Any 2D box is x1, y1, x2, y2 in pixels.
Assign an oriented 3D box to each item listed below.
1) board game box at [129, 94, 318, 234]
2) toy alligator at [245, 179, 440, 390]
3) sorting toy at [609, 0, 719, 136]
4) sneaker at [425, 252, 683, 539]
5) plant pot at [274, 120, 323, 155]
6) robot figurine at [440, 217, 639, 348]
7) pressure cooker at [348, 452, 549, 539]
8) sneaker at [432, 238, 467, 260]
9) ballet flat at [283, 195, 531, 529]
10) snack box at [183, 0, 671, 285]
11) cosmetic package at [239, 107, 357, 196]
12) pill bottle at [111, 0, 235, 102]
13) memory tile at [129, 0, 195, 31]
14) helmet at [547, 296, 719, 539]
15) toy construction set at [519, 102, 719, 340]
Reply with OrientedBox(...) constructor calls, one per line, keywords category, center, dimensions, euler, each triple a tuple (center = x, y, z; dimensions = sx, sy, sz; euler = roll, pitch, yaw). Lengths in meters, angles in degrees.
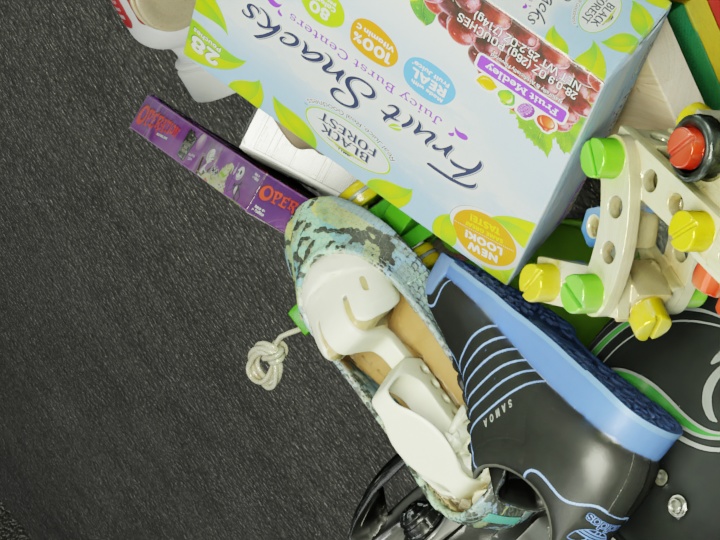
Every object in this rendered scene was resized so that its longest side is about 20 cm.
OrientedBox(category="board game box", center=(-0.051, -0.043, 1.486), dimensions=(0.120, 0.032, 0.200), euler=(26, -175, -29))
OrientedBox(category="toy alligator", center=(0.000, 0.000, 1.374), dimensions=(0.059, 0.054, 0.200), euler=(52, 138, 10))
OrientedBox(category="sorting toy", center=(0.098, -0.146, 1.234), dimensions=(0.200, 0.069, 0.199), euler=(20, 141, 59))
OrientedBox(category="sneaker", center=(0.072, 0.060, 1.195), dimensions=(0.070, 0.078, 0.200), euler=(26, -170, -31))
OrientedBox(category="plant pot", center=(-0.013, -0.128, 1.361), dimensions=(0.201, 0.092, 0.202), euler=(-25, -90, -82))
OrientedBox(category="robot figurine", center=(0.095, 0.040, 1.391), dimensions=(0.116, 0.200, 0.176), euler=(-42, 81, 35))
OrientedBox(category="pressure cooker", center=(0.097, 0.183, 1.612), dimensions=(0.200, 0.176, 0.179), euler=(48, 166, -9))
OrientedBox(category="sneaker", center=(0.063, 0.023, 1.547), dimensions=(0.075, 0.105, 0.201), euler=(29, 150, 46))
OrientedBox(category="ballet flat", center=(0.018, 0.044, 1.278), dimensions=(0.200, 0.074, 0.074), euler=(50, 160, 16))
OrientedBox(category="snack box", center=(0.025, -0.110, 1.179), dimensions=(0.200, 0.068, 0.169), euler=(37, 147, 10))
OrientedBox(category="cosmetic package", center=(-0.027, -0.078, 1.522), dimensions=(0.082, 0.051, 0.200), euler=(29, -177, -4))
OrientedBox(category="pill bottle", center=(-0.113, -0.208, 1.549), dimensions=(0.201, 0.112, 0.112), euler=(60, 159, -18))
OrientedBox(category="memory tile", center=(-0.090, -0.241, 1.378), dimensions=(0.017, 0.153, 0.201), euler=(26, 145, 51))
OrientedBox(category="helmet", center=(0.185, 0.093, 1.241), dimensions=(0.190, 0.200, 0.201), euler=(10, 134, 58))
OrientedBox(category="toy construction set", center=(0.159, 0.006, 1.102), dimensions=(0.200, 0.092, 0.132), euler=(39, 122, 34))
